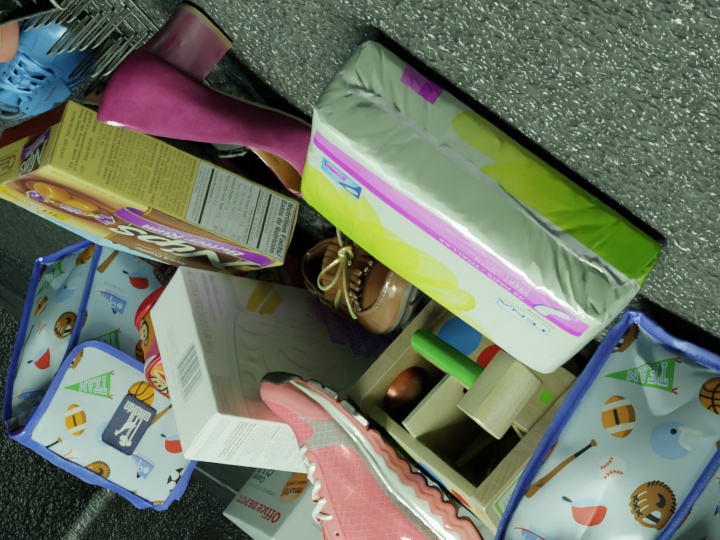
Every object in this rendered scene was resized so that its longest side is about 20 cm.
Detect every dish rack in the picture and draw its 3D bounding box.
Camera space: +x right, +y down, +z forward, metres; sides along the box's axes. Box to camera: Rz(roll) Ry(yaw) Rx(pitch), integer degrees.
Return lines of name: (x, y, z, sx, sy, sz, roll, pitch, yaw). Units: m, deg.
dish rack: (-0.167, -0.144, 1.149, 0.200, 0.055, 0.153, 47, 165, -22)

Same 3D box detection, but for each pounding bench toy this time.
pounding bench toy: (0.077, 0.082, 1.109, 0.156, 0.124, 0.200, 37, 168, 35)

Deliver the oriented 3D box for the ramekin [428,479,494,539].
ramekin: (0.094, 0.189, 1.308, 0.200, 0.201, 0.098, 25, 155, 41)

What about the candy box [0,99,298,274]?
candy box: (-0.161, -0.055, 1.216, 0.200, 0.057, 0.117, 25, 160, -31)

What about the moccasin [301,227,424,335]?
moccasin: (0.001, -0.001, 1.187, 0.078, 0.074, 0.201, 32, 178, -13)

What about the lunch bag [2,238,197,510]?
lunch bag: (-0.214, 0.093, 1.446, 0.170, 0.201, 0.124, 34, 140, -32)

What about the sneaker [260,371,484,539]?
sneaker: (-0.007, 0.152, 1.119, 0.200, 0.087, 0.074, 43, 170, 9)

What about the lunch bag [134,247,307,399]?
lunch bag: (-0.072, 0.058, 1.375, 0.200, 0.176, 0.082, 41, -156, -47)

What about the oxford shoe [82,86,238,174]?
oxford shoe: (-0.172, -0.088, 1.308, 0.200, 0.075, 0.070, 20, 155, 49)

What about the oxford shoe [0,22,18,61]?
oxford shoe: (-0.340, -0.209, 1.261, 0.200, 0.075, 0.071, 26, 121, 46)

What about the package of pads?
package of pads: (0.060, -0.029, 0.939, 0.200, 0.068, 0.155, 37, 166, 5)

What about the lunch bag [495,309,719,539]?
lunch bag: (0.164, 0.158, 0.979, 0.124, 0.200, 0.170, 29, 163, 32)

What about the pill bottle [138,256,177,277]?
pill bottle: (-0.141, 0.052, 1.613, 0.200, 0.113, 0.113, 32, 165, 18)

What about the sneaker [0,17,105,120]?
sneaker: (-0.254, -0.156, 1.293, 0.066, 0.079, 0.200, 42, 164, -10)

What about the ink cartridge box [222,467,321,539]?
ink cartridge box: (-0.007, 0.217, 1.625, 0.145, 0.200, 0.145, 42, 165, -20)

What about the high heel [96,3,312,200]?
high heel: (-0.084, -0.076, 1.084, 0.200, 0.096, 0.067, 44, 165, -24)

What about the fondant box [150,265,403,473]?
fondant box: (-0.049, 0.081, 1.242, 0.199, 0.058, 0.145, 12, -139, -33)

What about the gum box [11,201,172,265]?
gum box: (-0.183, -0.041, 1.401, 0.200, 0.045, 0.170, 18, -176, -45)
